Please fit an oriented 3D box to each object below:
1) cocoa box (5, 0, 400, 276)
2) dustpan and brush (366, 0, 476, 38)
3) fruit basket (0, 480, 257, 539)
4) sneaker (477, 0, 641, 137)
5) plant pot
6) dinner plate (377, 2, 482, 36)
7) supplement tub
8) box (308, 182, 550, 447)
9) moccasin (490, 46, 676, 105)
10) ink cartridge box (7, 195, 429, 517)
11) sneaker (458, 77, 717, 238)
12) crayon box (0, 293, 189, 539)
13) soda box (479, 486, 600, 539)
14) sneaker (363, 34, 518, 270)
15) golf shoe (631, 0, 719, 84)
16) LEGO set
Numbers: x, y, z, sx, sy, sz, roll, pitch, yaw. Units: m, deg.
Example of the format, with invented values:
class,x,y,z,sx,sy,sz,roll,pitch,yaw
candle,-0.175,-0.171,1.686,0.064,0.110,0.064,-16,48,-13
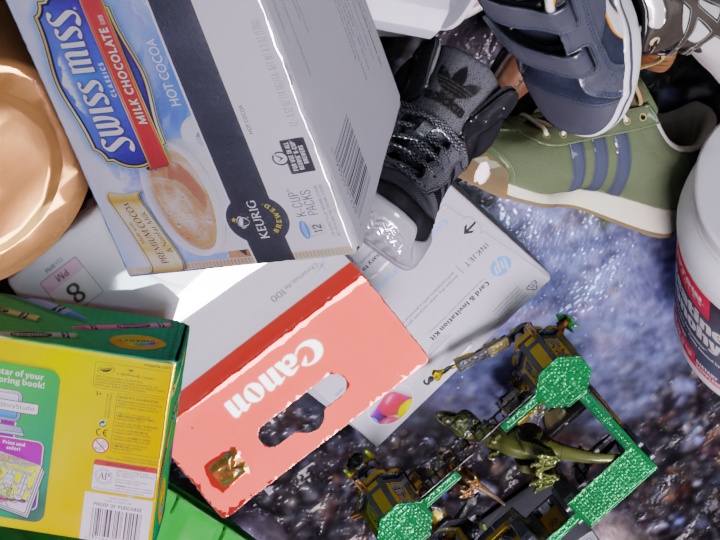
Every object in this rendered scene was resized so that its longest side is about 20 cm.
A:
class,x,y,z,sx,sy,sz,roll,pitch,yaw
cocoa box,-0.077,-0.116,1.451,0.131,0.134,0.201,-6,129,19
dustpan and brush,0.031,-0.212,1.510,0.139,0.057,0.201,7,112,-34
fruit basket,-0.153,0.223,1.743,0.215,0.155,0.217,-15,118,-31
sneaker,0.093,-0.146,1.487,0.079,0.078,0.201,-42,136,-40
plant pot,-0.223,-0.083,1.502,0.199,0.140,0.201,-14,127,-19
dinner plate,0.035,-0.223,1.616,0.199,0.024,0.201,-14,128,-18
supplement tub,0.262,-0.008,1.772,0.140,0.141,0.200,-28,155,-8
box,0.000,0.000,1.744,0.156,0.041,0.200,-45,130,8
moccasin,0.166,-0.145,1.692,0.201,0.078,0.074,-26,173,-22
ink cartridge box,-0.079,0.027,1.657,0.162,0.057,0.200,-37,99,5
sneaker,0.135,-0.084,1.742,0.200,0.067,0.090,13,115,-40
crayon box,-0.203,0.077,1.617,0.199,0.058,0.119,9,113,-1
soda box,0.070,0.226,1.923,0.200,0.068,0.064,-35,133,-1
sneaker,0.029,-0.069,1.581,0.075,0.200,0.114,34,96,-1
golf shoe,0.164,-0.149,1.594,0.095,0.078,0.200,-48,136,-8
LEGO set,0.079,0.109,1.816,0.154,0.116,0.200,35,101,-35
